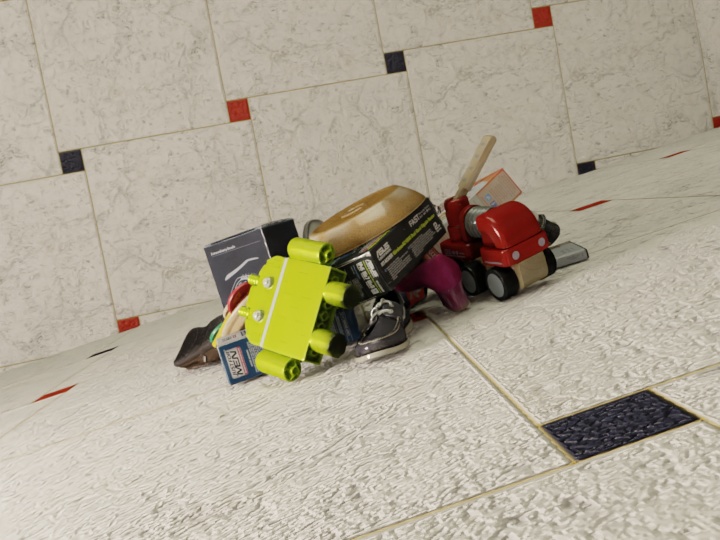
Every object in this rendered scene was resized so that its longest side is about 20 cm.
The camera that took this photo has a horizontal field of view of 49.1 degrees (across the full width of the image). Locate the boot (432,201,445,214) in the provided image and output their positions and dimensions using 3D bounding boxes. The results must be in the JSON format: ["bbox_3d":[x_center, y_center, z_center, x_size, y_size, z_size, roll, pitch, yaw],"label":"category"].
[{"bbox_3d":[0.114,-0.046,1.443,0.198,0.148,0.070,-16,3,16],"label":"boot"}]

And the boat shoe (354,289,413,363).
[{"bbox_3d":[0.025,0.068,1.010,0.072,0.063,0.200,-16,5,13],"label":"boat shoe"}]

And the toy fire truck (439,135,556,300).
[{"bbox_3d":[0.184,-0.080,1.119,0.128,0.202,0.176,-25,15,-23],"label":"toy fire truck"}]

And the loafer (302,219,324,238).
[{"bbox_3d":[-0.057,-0.009,1.396,0.069,0.201,0.070,-12,-25,-17],"label":"loafer"}]

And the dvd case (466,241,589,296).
[{"bbox_3d":[0.250,-0.004,1.246,0.198,0.018,0.143,-18,6,7],"label":"dvd case"}]

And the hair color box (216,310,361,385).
[{"bbox_3d":[-0.106,0.100,1.147,0.198,0.061,0.100,-18,4,-10],"label":"hair color box"}]

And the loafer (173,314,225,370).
[{"bbox_3d":[-0.258,0.138,1.357,0.199,0.071,0.073,-25,37,51],"label":"loafer"}]

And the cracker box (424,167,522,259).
[{"bbox_3d":[0.159,-0.074,1.302,0.200,0.058,0.134,-44,6,-14],"label":"cracker box"}]

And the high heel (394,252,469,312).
[{"bbox_3d":[0.079,-0.009,1.143,0.067,0.096,0.200,-35,31,-10],"label":"high heel"}]

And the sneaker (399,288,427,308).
[{"bbox_3d":[0.066,0.028,1.306,0.084,0.076,0.200,-12,11,0],"label":"sneaker"}]

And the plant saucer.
[{"bbox_3d":[-0.002,-0.072,1.132,0.199,0.036,0.200,-29,12,6],"label":"plant saucer"}]

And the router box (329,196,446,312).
[{"bbox_3d":[0.015,-0.018,1.105,0.149,0.062,0.200,-23,13,37],"label":"router box"}]

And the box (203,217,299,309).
[{"bbox_3d":[-0.174,0.023,1.434,0.147,0.202,0.104,-14,4,32],"label":"box"}]

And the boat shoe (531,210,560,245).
[{"bbox_3d":[0.291,-0.053,1.388,0.060,0.074,0.200,21,-17,-3],"label":"boat shoe"}]

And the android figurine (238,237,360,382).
[{"bbox_3d":[-0.087,0.048,1.022,0.199,0.184,0.041,13,-5,44],"label":"android figurine"}]

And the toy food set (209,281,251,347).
[{"bbox_3d":[-0.143,0.060,1.249,0.197,0.049,0.201,-10,-40,-51],"label":"toy food set"}]
